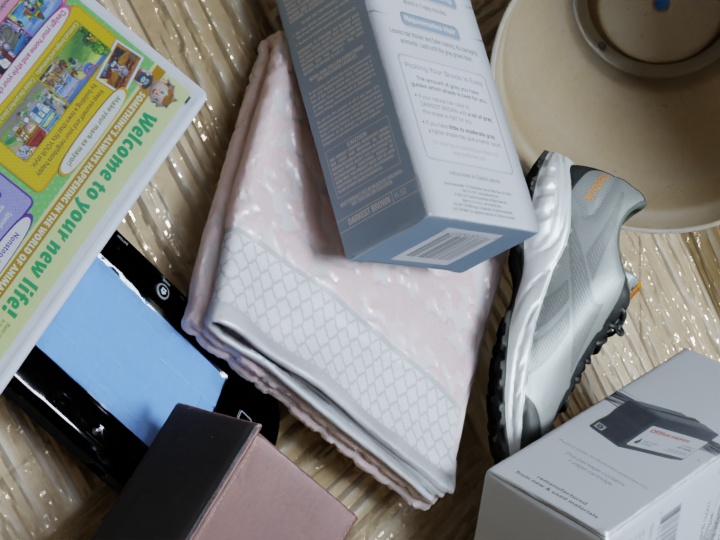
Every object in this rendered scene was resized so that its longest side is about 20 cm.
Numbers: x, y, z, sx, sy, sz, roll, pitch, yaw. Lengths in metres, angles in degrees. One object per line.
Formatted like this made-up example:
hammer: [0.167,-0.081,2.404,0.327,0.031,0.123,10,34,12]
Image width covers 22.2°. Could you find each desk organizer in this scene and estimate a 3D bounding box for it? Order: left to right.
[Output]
desk organizer: [-0.091,0.167,0.821,0.077,0.071,0.201,43,69,-31]

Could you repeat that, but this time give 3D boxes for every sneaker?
sneaker: [0.116,0.033,1.048,0.079,0.074,0.202,13,80,0]

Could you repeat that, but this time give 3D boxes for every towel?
towel: [0.000,0.000,0.983,0.200,0.032,0.192,40,49,-34]

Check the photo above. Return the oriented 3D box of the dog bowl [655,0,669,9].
dog bowl: [0.220,-0.181,1.230,0.112,0.049,0.201,-47,114,-38]

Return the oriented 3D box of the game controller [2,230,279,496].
game controller: [-0.114,0.043,0.874,0.200,0.042,0.105,47,54,-28]

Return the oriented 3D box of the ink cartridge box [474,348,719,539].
ink cartridge box: [0.151,0.151,1.038,0.199,0.083,0.146,-24,131,-44]

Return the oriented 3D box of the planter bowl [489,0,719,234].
planter bowl: [0.181,-0.141,1.107,0.201,0.199,0.135,55,23,-21]

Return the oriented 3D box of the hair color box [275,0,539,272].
hair color box: [0.019,-0.105,0.975,0.099,0.060,0.202,6,63,-50]

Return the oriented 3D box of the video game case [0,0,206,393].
video game case: [-0.186,-0.065,0.807,0.182,0.022,0.201,39,55,-12]
